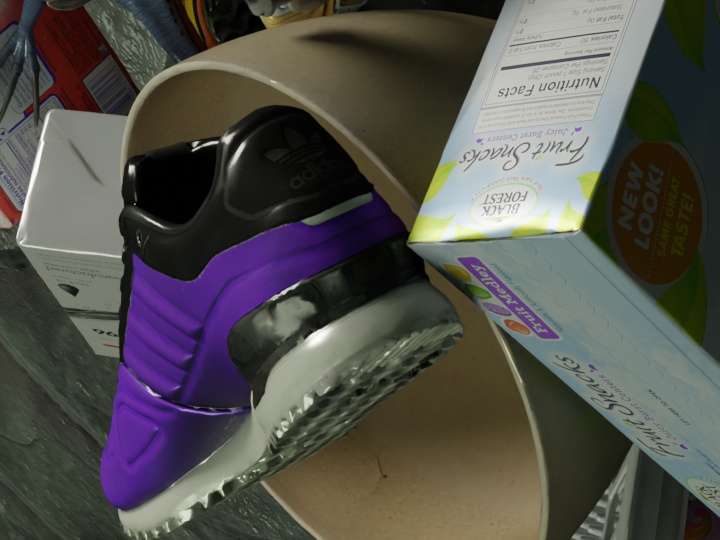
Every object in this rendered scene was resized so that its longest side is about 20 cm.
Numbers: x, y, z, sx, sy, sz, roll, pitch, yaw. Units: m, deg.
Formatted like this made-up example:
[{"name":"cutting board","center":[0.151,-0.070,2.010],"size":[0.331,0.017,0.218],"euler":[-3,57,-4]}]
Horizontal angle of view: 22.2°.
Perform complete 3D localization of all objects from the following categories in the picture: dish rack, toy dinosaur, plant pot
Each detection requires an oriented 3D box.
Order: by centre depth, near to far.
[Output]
[{"name":"plant pot","center":[0.033,-0.006,0.622],"size":[0.200,0.134,0.201],"euler":[36,144,32]},{"name":"toy dinosaur","center":[-0.106,-0.155,0.801],"size":[0.181,0.201,0.105],"euler":[35,170,-25]},{"name":"dish rack","center":[0.118,0.125,0.851],"size":[0.043,0.173,0.200],"euler":[14,150,-3]}]

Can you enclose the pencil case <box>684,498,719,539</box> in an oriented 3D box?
[{"name":"pencil case","center":[0.232,0.163,0.825],"size":[0.199,0.088,0.088],"euler":[16,142,34]}]

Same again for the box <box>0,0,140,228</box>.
[{"name":"box","center":[-0.207,-0.127,0.865],"size":[0.095,0.100,0.201],"euler":[4,133,50]}]

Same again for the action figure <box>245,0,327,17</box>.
[{"name":"action figure","center":[0.004,-0.128,0.568],"size":[0.118,0.200,0.103],"euler":[14,136,42]}]

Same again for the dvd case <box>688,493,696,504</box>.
[{"name":"dvd case","center":[0.135,0.038,0.882],"size":[0.142,0.018,0.201],"euler":[18,142,41]}]

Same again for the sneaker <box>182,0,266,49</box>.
[{"name":"sneaker","center":[-0.017,-0.071,0.902],"size":[0.201,0.070,0.090],"euler":[54,166,-17]}]

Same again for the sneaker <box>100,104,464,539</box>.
[{"name":"sneaker","center":[-0.042,0.011,0.556],"size":[0.100,0.069,0.200],"euler":[60,147,8]}]

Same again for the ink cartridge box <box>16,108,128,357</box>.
[{"name":"ink cartridge box","center":[-0.080,-0.001,0.877],"size":[0.115,0.068,0.200],"euler":[7,161,8]}]

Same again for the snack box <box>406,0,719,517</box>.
[{"name":"snack box","center":[0.117,-0.049,0.536],"size":[0.067,0.201,0.168],"euler":[-5,144,46]}]

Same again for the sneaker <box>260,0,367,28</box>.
[{"name":"sneaker","center":[-0.030,-0.187,0.761],"size":[0.088,0.075,0.201],"euler":[47,154,31]}]
